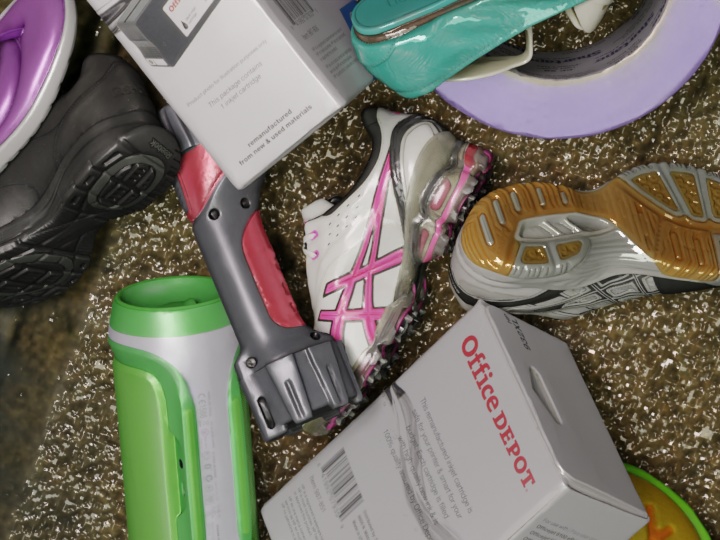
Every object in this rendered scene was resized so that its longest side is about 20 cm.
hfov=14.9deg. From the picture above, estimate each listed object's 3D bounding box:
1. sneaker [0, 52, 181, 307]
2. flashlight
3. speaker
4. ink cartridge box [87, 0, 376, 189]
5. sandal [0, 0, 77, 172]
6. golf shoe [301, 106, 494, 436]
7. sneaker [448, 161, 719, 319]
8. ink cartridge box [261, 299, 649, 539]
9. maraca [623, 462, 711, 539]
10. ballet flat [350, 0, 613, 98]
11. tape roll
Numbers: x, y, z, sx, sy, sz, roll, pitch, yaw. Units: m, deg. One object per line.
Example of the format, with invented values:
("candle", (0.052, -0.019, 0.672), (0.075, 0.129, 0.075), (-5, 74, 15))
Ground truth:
("sneaker", (-0.185, -0.049, 1.617), (0.200, 0.091, 0.076), (-37, 147, 27))
("flashlight", (-0.057, -0.008, 1.592), (0.068, 0.068, 0.201), (-30, 79, 33))
("speaker", (-0.104, 0.109, 1.649), (0.088, 0.089, 0.202), (-3, 106, 2))
("ink cartridge box", (-0.083, -0.160, 1.527), (0.084, 0.145, 0.200), (-37, 93, 20))
("sandal", (-0.235, -0.088, 1.595), (0.050, 0.083, 0.203), (23, 111, -46))
("golf shoe", (0.000, 0.000, 1.629), (0.092, 0.073, 0.201), (28, 98, 8))
("sneaker", (0.145, -0.012, 1.625), (0.198, 0.088, 0.076), (1, 62, -16))
("ink cartridge box", (0.052, 0.141, 1.600), (0.083, 0.146, 0.200), (24, 121, -41))
("maraca", (0.159, 0.192, 1.650), (0.199, 0.107, 0.138), (27, 90, 3))
("ballet flat", (0.092, -0.153, 1.505), (0.199, 0.068, 0.071), (-25, 128, 8))
("tape roll", (0.110, -0.181, 1.565), (0.198, 0.085, 0.202), (0, 106, 0))
